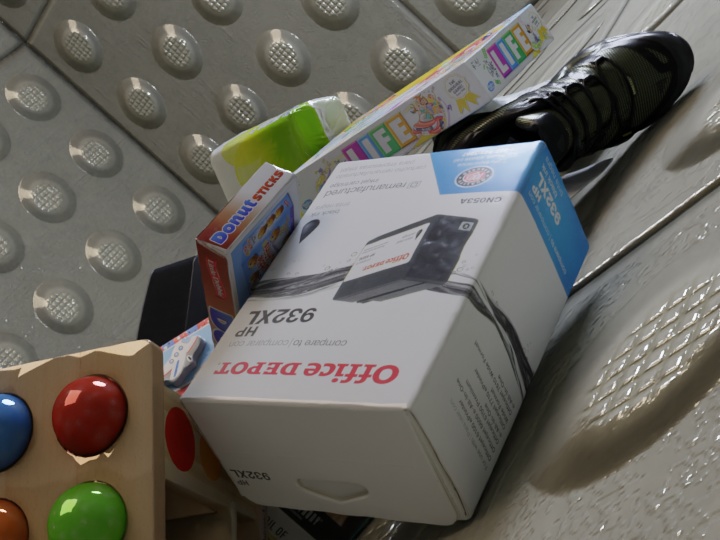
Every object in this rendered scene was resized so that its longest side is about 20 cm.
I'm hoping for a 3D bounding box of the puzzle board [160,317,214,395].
[{"bbox_3d":[-0.063,0.078,0.859,0.200,0.151,0.017,-32,-34,3],"label":"puzzle board"}]

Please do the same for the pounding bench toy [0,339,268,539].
[{"bbox_3d":[-0.134,0.158,0.639,0.124,0.201,0.156,-12,-25,16],"label":"pounding bench toy"}]

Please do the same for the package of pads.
[{"bbox_3d":[-0.043,-0.044,1.113,0.068,0.201,0.154,-30,9,-36],"label":"package of pads"}]

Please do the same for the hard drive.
[{"bbox_3d":[-0.143,0.087,0.964,0.135,0.042,0.201,-12,69,60],"label":"hard drive"}]

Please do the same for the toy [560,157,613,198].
[{"bbox_3d":[0.102,-0.022,0.851,0.115,0.047,0.200,-17,13,32],"label":"toy"}]

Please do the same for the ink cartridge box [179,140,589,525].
[{"bbox_3d":[0.019,0.027,0.664,0.145,0.084,0.200,-2,41,34],"label":"ink cartridge box"}]

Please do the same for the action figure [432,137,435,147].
[{"bbox_3d":[0.094,-0.093,1.095,0.069,0.131,0.200,-14,-11,-2],"label":"action figure"}]

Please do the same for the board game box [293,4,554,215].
[{"bbox_3d":[0.043,-0.124,0.955,0.200,0.034,0.134,-29,11,39],"label":"board game box"}]

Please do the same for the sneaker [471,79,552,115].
[{"bbox_3d":[0.148,-0.127,0.994,0.087,0.075,0.200,-32,-1,40],"label":"sneaker"}]

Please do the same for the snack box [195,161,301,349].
[{"bbox_3d":[-0.059,0.032,0.747,0.072,0.024,0.200,-51,-26,-35],"label":"snack box"}]

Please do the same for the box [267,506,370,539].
[{"bbox_3d":[-0.057,0.157,0.749,0.200,0.082,0.049,-49,7,-3],"label":"box"}]

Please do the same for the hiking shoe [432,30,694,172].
[{"bbox_3d":[0.146,-0.100,0.861,0.199,0.076,0.101,-28,17,11],"label":"hiking shoe"}]
